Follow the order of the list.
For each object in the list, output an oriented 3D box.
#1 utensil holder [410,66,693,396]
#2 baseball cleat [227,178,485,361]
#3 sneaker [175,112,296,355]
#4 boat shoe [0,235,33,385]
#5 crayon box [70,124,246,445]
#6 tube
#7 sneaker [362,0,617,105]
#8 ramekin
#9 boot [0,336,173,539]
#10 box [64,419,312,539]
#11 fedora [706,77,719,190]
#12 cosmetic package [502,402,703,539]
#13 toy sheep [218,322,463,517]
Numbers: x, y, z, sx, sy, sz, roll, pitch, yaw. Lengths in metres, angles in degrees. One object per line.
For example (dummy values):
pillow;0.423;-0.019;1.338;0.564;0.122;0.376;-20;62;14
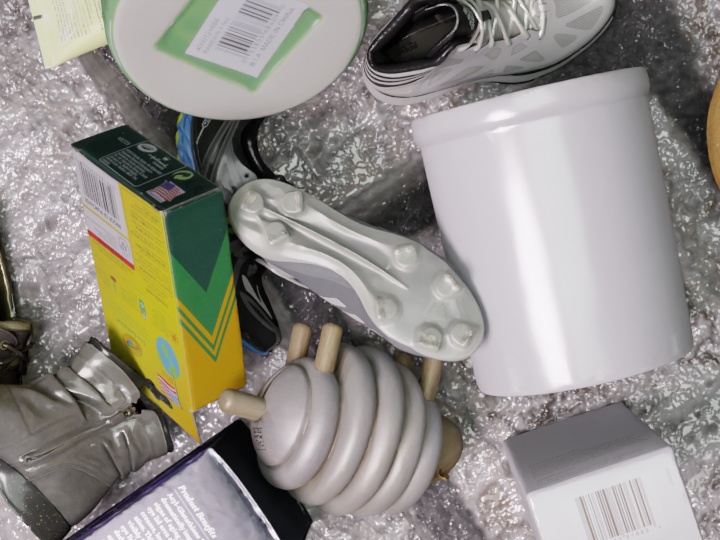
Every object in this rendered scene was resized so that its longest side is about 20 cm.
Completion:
utensil holder;0.140;-0.028;0.957;0.169;0.170;0.201;-14;94;3
baseball cleat;0.000;0.000;0.949;0.200;0.106;0.070;35;82;8
sneaker;-0.086;-0.036;1.012;0.082;0.071;0.200;-9;89;9
boat shoe;-0.282;0.051;1.021;0.065;0.073;0.201;-17;91;13
crayon box;-0.141;0.011;0.964;0.051;0.127;0.200;-25;130;-30
tube;-0.156;-0.217;1.024;0.199;0.052;0.058;-15;52;6
sneaker;0.097;-0.172;0.977;0.200;0.115;0.076;-20;91;3
ramekin;-0.088;-0.197;0.935;0.199;0.200;0.098;-13;53;3
boot;-0.237;0.091;0.982;0.131;0.068;0.200;-43;109;-15
box;-0.146;0.213;0.986;0.200;0.148;0.104;-35;89;2
fedora;0.349;-0.109;0.986;0.200;0.082;0.201;1;96;6
cosmetic package;0.162;0.152;0.943;0.101;0.200;0.074;-18;91;4
toy sheep;-0.012;0.112;0.983;0.200;0.138;0.138;17;93;-23
